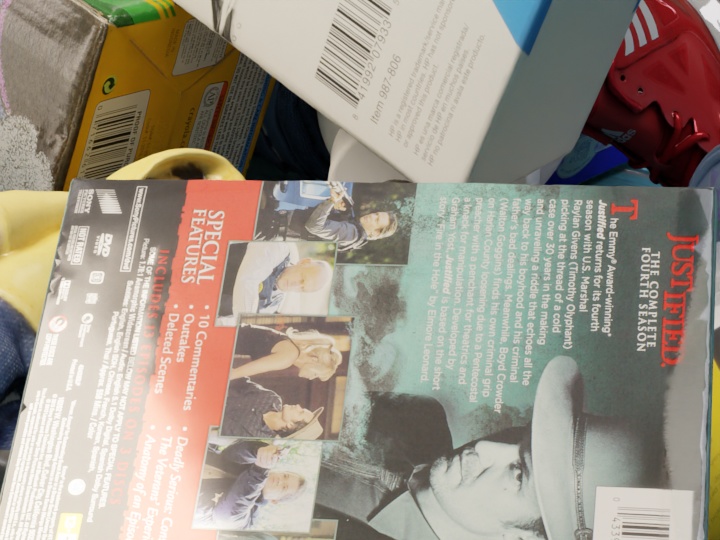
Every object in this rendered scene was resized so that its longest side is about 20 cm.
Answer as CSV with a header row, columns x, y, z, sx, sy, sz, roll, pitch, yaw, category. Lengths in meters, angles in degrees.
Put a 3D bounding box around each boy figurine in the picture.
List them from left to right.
x,y,z,sx,sy,sz,roll,pitch,yaw,category
-0.092,0.023,0.704,0.125,0.064,0.200,55,34,-9,boy figurine

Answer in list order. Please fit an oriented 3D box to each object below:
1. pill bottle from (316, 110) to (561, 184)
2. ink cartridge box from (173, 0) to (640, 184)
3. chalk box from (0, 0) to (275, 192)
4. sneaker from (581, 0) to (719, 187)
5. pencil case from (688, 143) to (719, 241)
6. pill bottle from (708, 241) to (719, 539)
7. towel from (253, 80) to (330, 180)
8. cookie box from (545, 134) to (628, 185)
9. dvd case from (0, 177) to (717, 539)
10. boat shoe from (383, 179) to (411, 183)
x,y,z,sx,sy,sz,roll,pitch,yaw,category
0.040,-0.093,0.887,0.108,0.109,0.201,16,42,-6,pill bottle
0.005,-0.142,0.745,0.200,0.145,0.084,38,38,21,ink cartridge box
-0.146,-0.102,0.863,0.199,0.125,0.123,35,31,27,chalk box
0.149,-0.043,0.963,0.115,0.078,0.201,-6,58,-41,sneaker
0.234,-0.010,0.900,0.199,0.092,0.083,2,-9,-31,pencil case
0.158,0.076,0.733,0.111,0.113,0.201,10,31,-18,pill bottle
-0.095,-0.115,0.959,0.199,0.049,0.112,34,-10,21,towel
0.047,-0.122,1.086,0.199,0.076,0.171,33,31,23,cookie box
0.000,0.038,0.596,0.198,0.022,0.147,0,58,11,dvd case
0.000,0.000,0.730,0.070,0.066,0.200,44,25,18,boat shoe
